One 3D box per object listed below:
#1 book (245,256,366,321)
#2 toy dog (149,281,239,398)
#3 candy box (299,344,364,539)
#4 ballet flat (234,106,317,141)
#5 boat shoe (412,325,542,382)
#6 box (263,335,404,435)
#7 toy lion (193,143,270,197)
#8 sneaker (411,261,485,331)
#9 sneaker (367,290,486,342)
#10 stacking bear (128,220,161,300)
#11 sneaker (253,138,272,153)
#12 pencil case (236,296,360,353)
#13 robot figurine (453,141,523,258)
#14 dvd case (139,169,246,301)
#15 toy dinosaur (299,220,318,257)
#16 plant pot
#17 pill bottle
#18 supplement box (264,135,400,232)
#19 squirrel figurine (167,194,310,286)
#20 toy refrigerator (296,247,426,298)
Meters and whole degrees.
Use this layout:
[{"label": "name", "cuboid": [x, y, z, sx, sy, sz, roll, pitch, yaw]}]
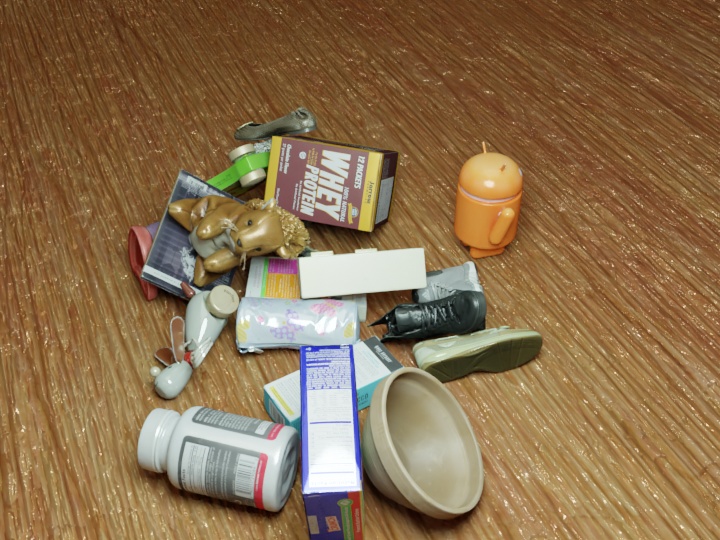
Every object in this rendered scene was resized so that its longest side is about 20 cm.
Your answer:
[{"label": "book", "cuboid": [-0.089, 0.026, 1.540, 0.197, 0.048, 0.134, 2, 38, -2]}, {"label": "toy dog", "cuboid": [-0.268, 0.090, 1.402, 0.096, 0.132, 0.201, 34, 32, -5]}, {"label": "candy box", "cuboid": [-0.037, 0.222, 1.160, 0.076, 0.170, 0.202, -2, 54, -1]}, {"label": "ballet flat", "cuboid": [-0.161, -0.271, 1.705, 0.198, 0.047, 0.067, -1, 18, 41]}, {"label": "boat shoe", "cuboid": [0.181, 0.119, 1.410, 0.198, 0.074, 0.063, -15, 43, -7]}, {"label": "box", "cuboid": [-0.038, 0.173, 1.351, 0.198, 0.050, 0.082, -22, 45, -26]}, {"label": "toy lion", "cuboid": [-0.228, -0.161, 1.666, 0.199, 0.069, 0.191, -26, -1, 25]}, {"label": "sneaker", "cuboid": [0.141, 0.049, 1.490, 0.114, 0.076, 0.200, -6, 19, 4]}, {"label": "sneaker", "cuboid": [0.098, 0.075, 1.398, 0.103, 0.199, 0.061, -1, 76, -29]}, {"label": "stacking bear", "cuboid": [-0.287, -0.041, 1.574, 0.198, 0.115, 0.122, -13, 40, -25]}, {"label": "sneaker", "cuboid": [-0.164, -0.232, 1.774, 0.087, 0.078, 0.200, 14, 3, 2]}, {"label": "pencil case", "cuboid": [-0.097, 0.087, 1.431, 0.197, 0.084, 0.091, 1, 38, -1]}, {"label": "robot figurine", "cuboid": [0.224, -0.118, 1.600, 0.115, 0.202, 0.144, 14, 39, 17]}, {"label": "dvd case", "cuboid": [-0.265, -0.047, 1.516, 0.148, 0.016, 0.202, 27, 63, -26]}, {"label": "toy dinosaur", "cuboid": [-0.139, -0.061, 1.649, 0.198, 0.048, 0.088, 13, 47, 20]}, {"label": "plant pot", "cuboid": [0.067, 0.238, 1.207, 0.200, 0.092, 0.202, 34, 37, -31]}, {"label": "pill bottle", "cuboid": [-0.188, 0.243, 1.212, 0.197, 0.112, 0.111, 11, 39, 11]}, {"label": "supplement box", "cuboid": [-0.047, -0.160, 1.636, 0.195, 0.135, 0.200, 10, 10, 9]}, {"label": "squirrel figurine", "cuboid": [-0.171, -0.067, 1.453, 0.199, 0.143, 0.185, -19, 8, -43]}, {"label": "toy refrigerator", "cuboid": [0.000, 0.000, 1.460, 0.197, 0.071, 0.076, -5, 2, -6]}]
